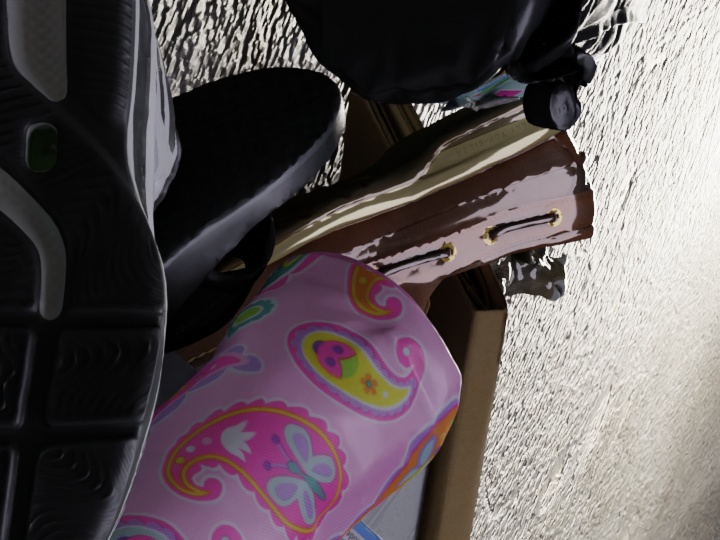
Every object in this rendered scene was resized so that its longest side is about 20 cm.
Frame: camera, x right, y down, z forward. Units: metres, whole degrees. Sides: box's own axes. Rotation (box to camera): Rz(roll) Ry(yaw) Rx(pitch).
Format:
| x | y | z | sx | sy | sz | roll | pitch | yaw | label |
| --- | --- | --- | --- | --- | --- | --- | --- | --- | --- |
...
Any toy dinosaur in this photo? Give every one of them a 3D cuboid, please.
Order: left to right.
| x | y | z | sx | sy | sz | roll | pitch | yaw | label |
| --- | --- | --- | --- | --- | --- | --- | --- | --- | --- |
| 0.050 | -0.017 | 1.155 | 0.200 | 0.076 | 0.103 | 55 | 47 | -64 | toy dinosaur |

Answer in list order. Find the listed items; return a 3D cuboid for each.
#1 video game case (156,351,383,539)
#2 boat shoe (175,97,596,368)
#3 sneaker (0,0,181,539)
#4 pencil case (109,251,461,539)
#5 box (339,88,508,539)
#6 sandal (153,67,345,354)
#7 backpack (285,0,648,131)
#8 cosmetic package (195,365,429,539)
| x | y | z | sx | sy | sz | roll | pitch | yaw | label |
| --- | --- | --- | --- | --- | --- | --- | --- | --- | --- |
| -0.056 | 0.149 | 0.771 | 0.045 | 0.200 | 0.182 | -30 | -159 | 53 | video game case |
| 0.000 | 0.000 | 0.858 | 0.199 | 0.068 | 0.072 | -27 | -172 | -13 | boat shoe |
| -0.079 | 0.000 | 0.688 | 0.115 | 0.075 | 0.202 | 50 | 41 | -74 | sneaker |
| -0.053 | 0.078 | 0.720 | 0.200 | 0.087 | 0.088 | -44 | 152 | -35 | pencil case |
| 0.018 | 0.041 | 1.006 | 0.164 | 0.021 | 0.201 | -115 | -155 | -46 | box |
| -0.076 | 0.005 | 0.769 | 0.201 | 0.075 | 0.048 | -48 | 139 | -28 | sandal |
| 0.038 | -0.135 | 0.829 | 0.200 | 0.126 | 0.168 | -14 | 104 | -71 | backpack |
| -0.037 | 0.113 | 0.964 | 0.090 | 0.106 | 0.201 | -47 | 151 | -48 | cosmetic package |
